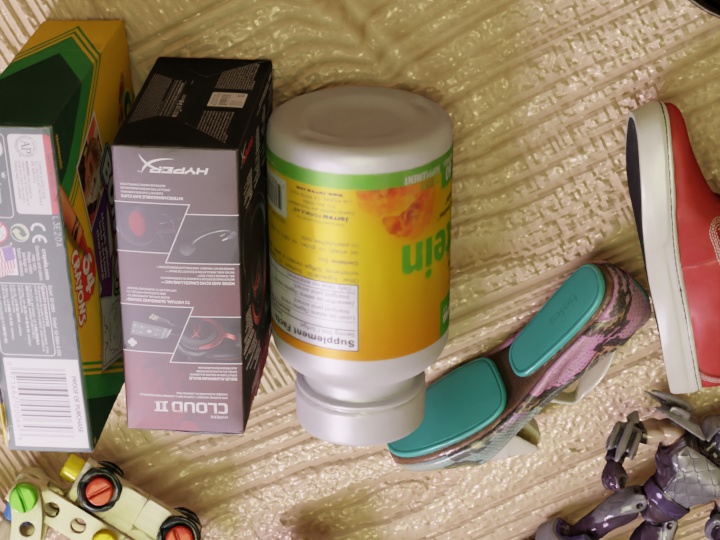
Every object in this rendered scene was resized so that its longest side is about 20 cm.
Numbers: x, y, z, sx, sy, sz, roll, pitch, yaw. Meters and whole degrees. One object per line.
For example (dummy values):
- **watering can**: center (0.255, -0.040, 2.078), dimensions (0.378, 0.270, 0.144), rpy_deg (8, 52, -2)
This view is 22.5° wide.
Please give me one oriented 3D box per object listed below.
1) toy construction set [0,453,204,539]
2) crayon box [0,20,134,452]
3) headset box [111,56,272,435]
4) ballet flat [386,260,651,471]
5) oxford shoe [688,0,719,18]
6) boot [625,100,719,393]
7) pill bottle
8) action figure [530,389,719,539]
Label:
- **toy construction set**: center (-0.179, 0.201, 1.221), dimensions (0.199, 0.092, 0.132), rpy_deg (32, 90, -19)
- **crayon box**: center (-0.171, -0.024, 1.066), dimensions (0.058, 0.173, 0.202), rpy_deg (1, 117, 8)
- **headset box**: center (-0.095, -0.008, 1.081), dimensions (0.074, 0.149, 0.202), rpy_deg (2, 117, 4)
- **ballet flat**: center (0.107, 0.074, 1.158), dimensions (0.071, 0.069, 0.200), rpy_deg (33, 115, -33)
- **oxford shoe**: center (0.161, -0.211, 0.999), dimensions (0.199, 0.085, 0.073), rpy_deg (36, 115, -11)
- **boot**: center (0.239, -0.024, 1.093), dimensions (0.143, 0.073, 0.201), rpy_deg (-12, 122, 10)
- **pill bottle**: center (0.000, 0.000, 1.098), dimensions (0.110, 0.111, 0.202), rpy_deg (2, 116, 4)
- **action figure**: center (0.190, 0.160, 1.187), dimensions (0.130, 0.069, 0.200), rpy_deg (40, 109, -9)
